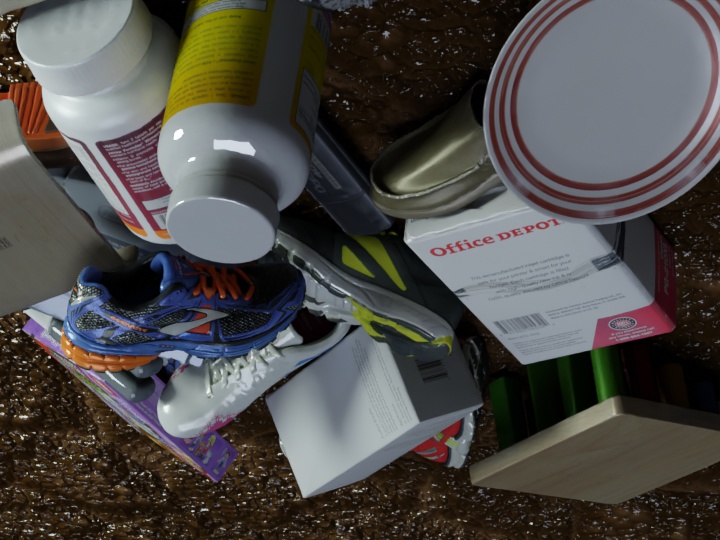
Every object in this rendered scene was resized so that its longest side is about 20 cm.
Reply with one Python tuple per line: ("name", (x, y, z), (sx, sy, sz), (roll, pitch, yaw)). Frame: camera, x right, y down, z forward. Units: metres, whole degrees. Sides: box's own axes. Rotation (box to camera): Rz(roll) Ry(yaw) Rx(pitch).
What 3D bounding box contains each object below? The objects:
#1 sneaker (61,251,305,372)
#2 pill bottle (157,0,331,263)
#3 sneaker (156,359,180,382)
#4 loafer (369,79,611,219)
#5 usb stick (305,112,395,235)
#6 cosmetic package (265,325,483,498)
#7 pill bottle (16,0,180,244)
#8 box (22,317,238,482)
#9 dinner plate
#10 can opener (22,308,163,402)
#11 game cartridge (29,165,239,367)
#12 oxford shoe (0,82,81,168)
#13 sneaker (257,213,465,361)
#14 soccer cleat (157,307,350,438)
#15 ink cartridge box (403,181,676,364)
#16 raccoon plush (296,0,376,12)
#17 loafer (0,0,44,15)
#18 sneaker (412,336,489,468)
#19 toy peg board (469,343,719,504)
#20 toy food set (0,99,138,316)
("sneaker", (-0.136, 0.023, 1.271), (0.198, 0.076, 0.079), (-12, 130, -20))
("pill bottle", (-0.080, -0.108, 1.098), (0.103, 0.202, 0.105), (5, 146, 4))
("sneaker", (-0.179, 0.050, 1.467), (0.077, 0.076, 0.201), (7, 144, 6))
("loafer", (0.087, -0.101, 1.197), (0.198, 0.077, 0.067), (-22, 137, 21))
("usb stick", (-0.035, -0.091, 1.266), (0.055, 0.033, 0.200), (-6, 144, 31))
("cosmetic package", (0.008, 0.119, 1.479), (0.084, 0.109, 0.200), (-11, 163, -39))
("pill bottle", (-0.164, -0.118, 1.183), (0.108, 0.111, 0.201), (-5, 144, 18))
("box", (-0.216, 0.116, 1.539), (0.136, 0.039, 0.200), (24, 162, 42))
("dinner plate", (0.177, -0.123, 1.126), (0.198, 0.024, 0.202), (-7, 122, -11))
("can opener", (-0.257, 0.047, 1.416), (0.199, 0.066, 0.053), (34, 121, 21))
("game cartridge", (-0.204, -0.010, 1.353), (0.198, 0.041, 0.134), (21, 118, -4))
("oxford shoe", (-0.307, -0.103, 1.270), (0.197, 0.072, 0.073), (4, 150, 4))
("sneaker", (0.000, 0.000, 1.362), (0.199, 0.085, 0.075), (30, 150, 5))
("soccer cleat", (-0.092, 0.070, 1.404), (0.199, 0.070, 0.086), (-35, 172, -13))
("ink cartridge box", (0.145, -0.020, 1.288), (0.143, 0.085, 0.200), (-15, 141, 29))
("raccoon plush", (-0.008, -0.242, 1.028), (0.198, 0.134, 0.097), (-15, 137, -25))
("loafer", (-0.268, -0.208, 1.110), (0.198, 0.076, 0.068), (-20, 137, 21))
("sneaker", (0.072, 0.127, 1.530), (0.084, 0.078, 0.201), (13, 145, 4))
("toy peg board", (0.232, 0.133, 1.511), (0.197, 0.099, 0.199), (12, 150, -36))
("toy food set", (-0.279, -0.043, 1.261), (0.142, 0.061, 0.200), (-18, 140, 13))
